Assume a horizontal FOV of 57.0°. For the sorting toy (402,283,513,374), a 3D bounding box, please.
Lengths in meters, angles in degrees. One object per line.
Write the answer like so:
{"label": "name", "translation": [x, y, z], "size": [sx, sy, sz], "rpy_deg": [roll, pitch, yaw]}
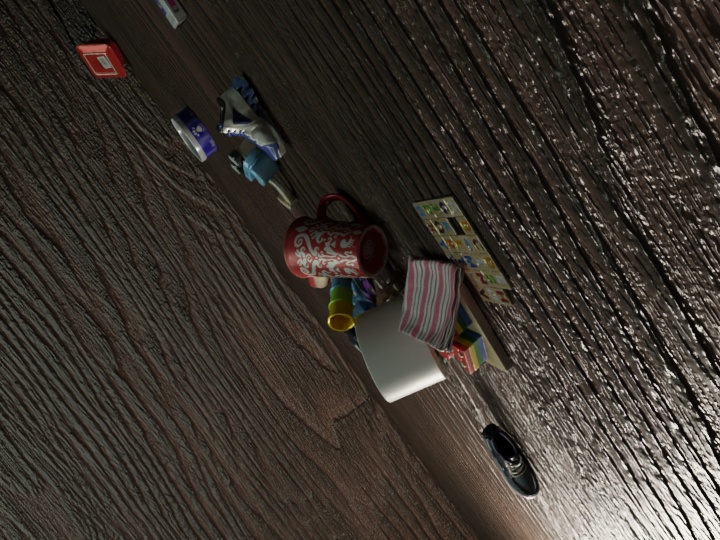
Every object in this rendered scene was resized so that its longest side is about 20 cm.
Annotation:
{"label": "sorting toy", "translation": [0.172, 0.105, 1.270], "size": [0.200, 0.069, 0.199], "rpy_deg": [56, 168, -20]}

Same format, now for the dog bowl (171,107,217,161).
{"label": "dog bowl", "translation": [-0.649, -0.531, 2.591], "size": [0.201, 0.078, 0.201], "rpy_deg": [49, 169, 13]}

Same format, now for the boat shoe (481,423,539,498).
{"label": "boat shoe", "translation": [0.363, 0.462, 1.579], "size": [0.201, 0.074, 0.093], "rpy_deg": [52, 176, 4]}

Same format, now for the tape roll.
{"label": "tape roll", "translation": [0.088, 0.165, 1.442], "size": [0.204, 0.137, 0.205], "rpy_deg": [-90, -26, -67]}

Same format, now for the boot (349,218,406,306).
{"label": "boot", "translation": [0.017, -0.017, 1.529], "size": [0.200, 0.064, 0.187], "rpy_deg": [48, 156, 6]}

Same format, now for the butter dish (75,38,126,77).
{"label": "butter dish", "translation": [-1.236, -1.052, 3.218], "size": [0.195, 0.150, 0.201], "rpy_deg": [4, 148, 15]}

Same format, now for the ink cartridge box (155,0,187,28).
{"label": "ink cartridge box", "translation": [-0.494, -0.688, 1.599], "size": [0.201, 0.037, 0.094], "rpy_deg": [54, 170, -21]}

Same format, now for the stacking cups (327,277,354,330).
{"label": "stacking cups", "translation": [-0.041, 0.038, 1.471], "size": [0.203, 0.059, 0.061], "rpy_deg": [-89, -22, -44]}

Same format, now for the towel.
{"label": "towel", "translation": [0.116, 0.053, 1.166], "size": [0.029, 0.150, 0.199], "rpy_deg": [7, -176, -22]}

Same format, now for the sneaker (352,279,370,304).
{"label": "sneaker", "translation": [-0.027, 0.066, 1.894], "size": [0.201, 0.089, 0.079], "rpy_deg": [50, 169, 22]}

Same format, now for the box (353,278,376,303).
{"label": "box", "translation": [0.000, 0.000, 1.726], "size": [0.202, 0.036, 0.143], "rpy_deg": [57, 168, -18]}

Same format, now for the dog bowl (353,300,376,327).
{"label": "dog bowl", "translation": [0.036, 0.128, 1.752], "size": [0.111, 0.050, 0.199], "rpy_deg": [43, -168, 22]}

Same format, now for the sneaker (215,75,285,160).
{"label": "sneaker", "translation": [-0.269, -0.333, 1.538], "size": [0.201, 0.114, 0.080], "rpy_deg": [57, 170, -21]}

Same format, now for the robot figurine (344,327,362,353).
{"label": "robot figurine", "translation": [0.036, 0.189, 1.927], "size": [0.199, 0.148, 0.127], "rpy_deg": [35, 147, 56]}

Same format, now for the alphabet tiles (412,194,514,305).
{"label": "alphabet tiles", "translation": [0.165, -0.029, 1.044], "size": [0.202, 0.008, 0.167], "rpy_deg": [55, 168, -11]}

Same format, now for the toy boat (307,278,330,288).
{"label": "toy boat", "translation": [-0.136, -0.037, 1.844], "size": [0.128, 0.133, 0.201], "rpy_deg": [19, 161, 8]}

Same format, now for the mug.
{"label": "mug", "translation": [-0.051, -0.066, 1.401], "size": [0.197, 0.132, 0.182], "rpy_deg": [5, 106, 39]}

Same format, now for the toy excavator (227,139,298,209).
{"label": "toy excavator", "translation": [-0.259, -0.264, 1.840], "size": [0.200, 0.100, 0.195], "rpy_deg": [43, 170, 3]}
